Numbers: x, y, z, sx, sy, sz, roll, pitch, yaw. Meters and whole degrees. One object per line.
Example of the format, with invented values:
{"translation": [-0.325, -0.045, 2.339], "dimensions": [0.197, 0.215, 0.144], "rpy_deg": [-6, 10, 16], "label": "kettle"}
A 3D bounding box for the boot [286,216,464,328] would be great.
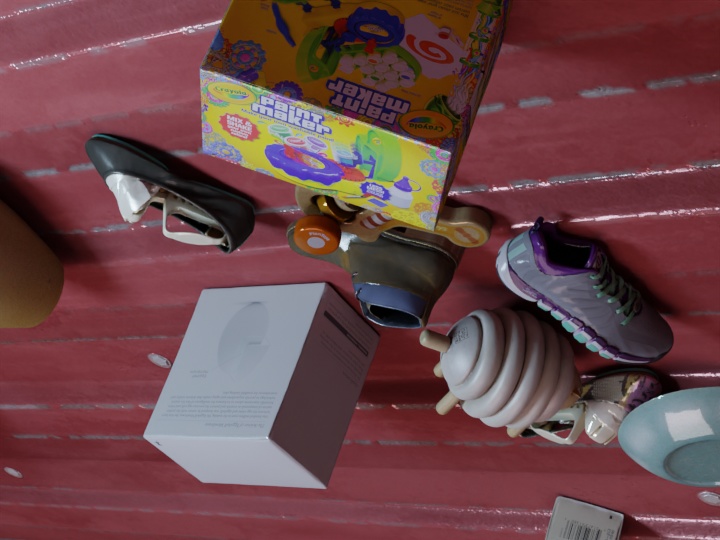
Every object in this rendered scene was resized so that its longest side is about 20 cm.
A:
{"translation": [0.000, 0.000, 1.693], "dimensions": [0.198, 0.098, 0.075], "rpy_deg": [6, 149, 27], "label": "boot"}

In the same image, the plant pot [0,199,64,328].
{"translation": [-0.452, -0.008, 1.939], "dimensions": [0.185, 0.188, 0.199], "rpy_deg": [-5, 156, 40], "label": "plant pot"}

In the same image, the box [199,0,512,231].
{"translation": [0.000, -0.168, 1.294], "dimensions": [0.198, 0.194, 0.122], "rpy_deg": [19, 153, 5], "label": "box"}

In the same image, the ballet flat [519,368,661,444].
{"translation": [0.248, 0.158, 1.824], "dimensions": [0.069, 0.072, 0.199], "rpy_deg": [39, 148, -28], "label": "ballet flat"}

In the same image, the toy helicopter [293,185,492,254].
{"translation": [0.035, -0.067, 1.601], "dimensions": [0.198, 0.079, 0.133], "rpy_deg": [14, 144, -8], "label": "toy helicopter"}

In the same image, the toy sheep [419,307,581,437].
{"translation": [0.148, 0.103, 1.736], "dimensions": [0.198, 0.139, 0.138], "rpy_deg": [16, 157, -25], "label": "toy sheep"}

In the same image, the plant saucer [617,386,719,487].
{"translation": [0.376, 0.189, 1.767], "dimensions": [0.199, 0.039, 0.202], "rpy_deg": [2, 147, 1], "label": "plant saucer"}

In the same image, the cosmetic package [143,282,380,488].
{"translation": [-0.112, 0.134, 1.897], "dimensions": [0.198, 0.201, 0.123], "rpy_deg": [-3, 144, 39], "label": "cosmetic package"}

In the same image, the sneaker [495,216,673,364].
{"translation": [0.230, 0.022, 1.599], "dimensions": [0.199, 0.075, 0.088], "rpy_deg": [28, 147, -11], "label": "sneaker"}

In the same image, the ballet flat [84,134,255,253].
{"translation": [-0.206, -0.076, 1.736], "dimensions": [0.198, 0.069, 0.068], "rpy_deg": [23, 153, -3], "label": "ballet flat"}

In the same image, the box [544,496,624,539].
{"translation": [0.289, 0.381, 2.181], "dimensions": [0.094, 0.078, 0.201], "rpy_deg": [13, 151, 13], "label": "box"}
